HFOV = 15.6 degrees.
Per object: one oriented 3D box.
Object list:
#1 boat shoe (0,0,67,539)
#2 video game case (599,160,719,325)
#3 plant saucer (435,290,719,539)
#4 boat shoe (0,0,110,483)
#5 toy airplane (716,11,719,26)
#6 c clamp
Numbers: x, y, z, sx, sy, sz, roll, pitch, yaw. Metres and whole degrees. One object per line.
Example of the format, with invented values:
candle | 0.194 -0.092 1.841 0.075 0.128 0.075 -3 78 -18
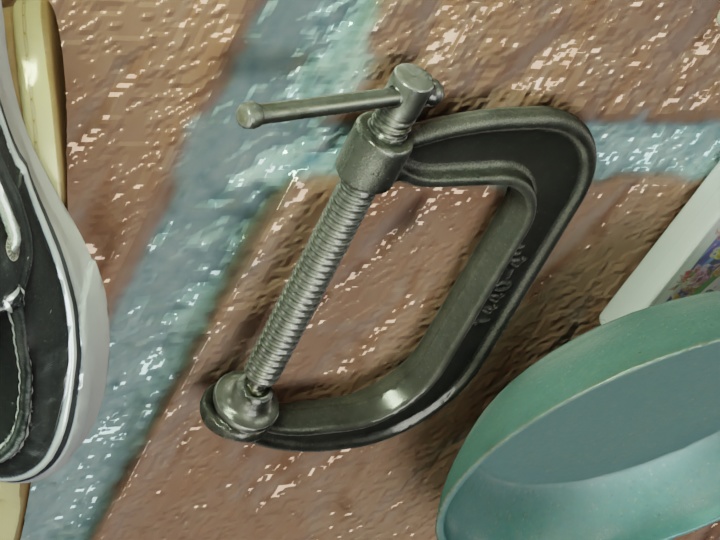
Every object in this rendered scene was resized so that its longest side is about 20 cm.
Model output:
boat shoe | -0.125 0.008 0.792 0.064 0.071 0.200 6 125 -10
video game case | 0.206 -0.020 1.052 0.200 0.018 0.143 3 135 -39
plant saucer | 0.119 0.060 1.054 0.199 0.036 0.200 -16 154 -8
boat shoe | -0.118 -0.018 0.699 0.072 0.068 0.201 4 122 17
toy airplane | 0.109 -0.160 0.680 0.200 0.141 0.200 17 107 -31
c clamp | 0.000 0.000 0.923 0.170 0.027 0.200 -11 141 -34
